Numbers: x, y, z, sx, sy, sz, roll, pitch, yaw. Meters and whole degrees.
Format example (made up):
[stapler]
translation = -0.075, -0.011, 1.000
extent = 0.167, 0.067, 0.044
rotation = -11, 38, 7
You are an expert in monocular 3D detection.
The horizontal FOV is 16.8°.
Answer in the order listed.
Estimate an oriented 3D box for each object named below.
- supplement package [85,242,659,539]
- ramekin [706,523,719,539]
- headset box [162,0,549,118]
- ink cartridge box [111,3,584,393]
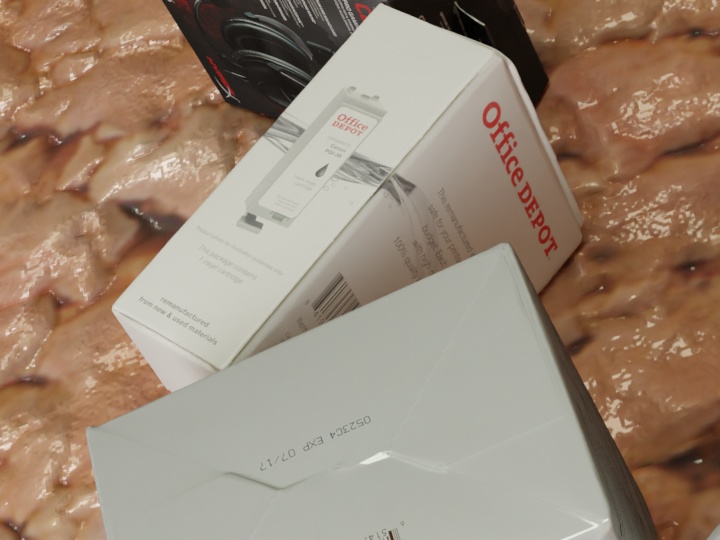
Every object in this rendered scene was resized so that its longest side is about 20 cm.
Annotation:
[supplement package]
translation = 0.024, 0.132, 0.993
extent = 0.190, 0.200, 0.148
rotation = -24, 49, 8
[ramekin]
translation = 0.202, 0.155, 0.906
extent = 0.094, 0.201, 0.203
rotation = -41, 30, 50
[headset box]
translation = -0.005, -0.135, 1.247
extent = 0.199, 0.149, 0.077
rotation = 21, 66, 35
[ink cartridge box]
translation = 0.000, 0.000, 1.142
extent = 0.083, 0.147, 0.200
rotation = 27, 69, 38
